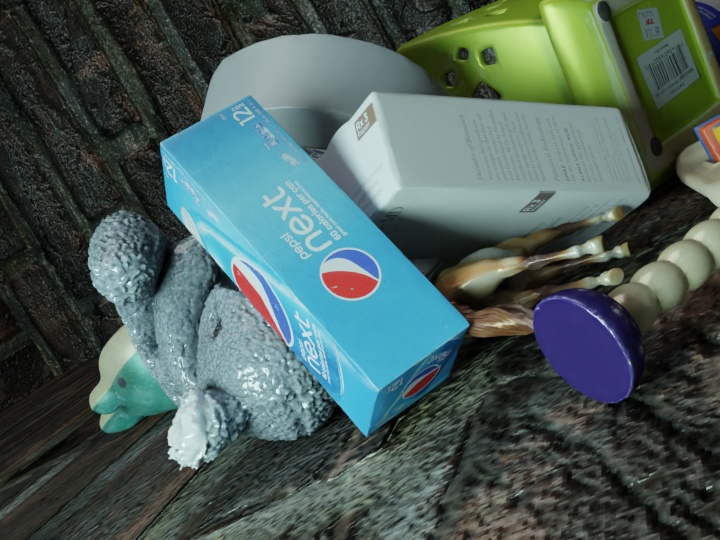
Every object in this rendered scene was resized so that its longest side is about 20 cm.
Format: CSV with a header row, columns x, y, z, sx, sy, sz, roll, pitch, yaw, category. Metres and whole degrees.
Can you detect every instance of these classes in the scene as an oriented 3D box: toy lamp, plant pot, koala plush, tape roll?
x,y,z,sx,sy,sz,roll,pitch,yaw,category
0.164,-0.017,0.426,0.200,0.058,0.058,-35,8,-24,toy lamp
0.184,-0.149,0.808,0.200,0.199,0.181,-33,13,-37,plant pot
-0.068,0.050,0.646,0.177,0.184,0.200,-19,24,-17,koala plush
-0.025,-0.093,0.743,0.200,0.200,0.066,-23,50,47,tape roll

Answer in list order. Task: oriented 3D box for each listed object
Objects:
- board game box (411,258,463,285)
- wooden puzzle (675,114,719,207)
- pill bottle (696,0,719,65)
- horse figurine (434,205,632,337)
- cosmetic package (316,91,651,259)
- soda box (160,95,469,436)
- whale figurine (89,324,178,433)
x,y,z,sx,sy,sz,roll,pitch,yaw,category
0.000,0.000,0.821,0.200,0.035,0.126,-1,32,41,board game box
0.292,-0.108,0.612,0.185,0.046,0.200,-28,6,15,wooden puzzle
0.319,-0.203,0.959,0.200,0.112,0.112,-30,6,-18,pill bottle
0.095,0.007,0.588,0.132,0.050,0.200,-19,6,22,horse figurine
0.079,-0.058,0.634,0.200,0.074,0.102,-4,-23,-28,cosmetic package
-0.032,-0.007,0.558,0.068,0.200,0.064,-33,-24,-24,soda box
-0.220,0.120,1.047,0.159,0.104,0.200,-37,-15,-47,whale figurine
